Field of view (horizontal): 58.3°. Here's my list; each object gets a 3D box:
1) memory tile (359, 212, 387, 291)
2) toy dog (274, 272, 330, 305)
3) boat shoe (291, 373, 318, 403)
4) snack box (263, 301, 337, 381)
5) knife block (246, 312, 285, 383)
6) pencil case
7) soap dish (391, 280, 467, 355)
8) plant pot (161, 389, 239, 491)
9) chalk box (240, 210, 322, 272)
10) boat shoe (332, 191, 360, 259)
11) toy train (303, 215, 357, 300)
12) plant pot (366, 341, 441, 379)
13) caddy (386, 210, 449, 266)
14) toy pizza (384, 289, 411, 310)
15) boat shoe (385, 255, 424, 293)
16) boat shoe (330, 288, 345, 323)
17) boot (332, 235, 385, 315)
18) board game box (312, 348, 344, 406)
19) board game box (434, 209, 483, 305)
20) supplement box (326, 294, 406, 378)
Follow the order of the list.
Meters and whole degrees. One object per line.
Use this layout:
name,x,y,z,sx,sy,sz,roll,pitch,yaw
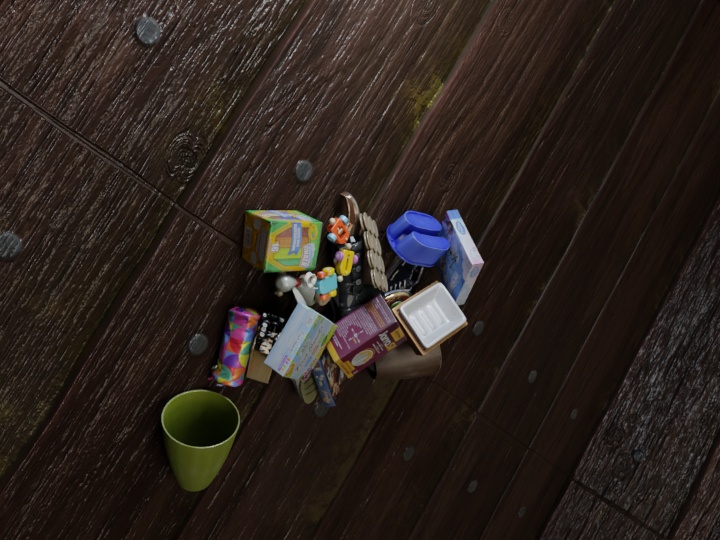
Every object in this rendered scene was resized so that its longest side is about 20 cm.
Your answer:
memory tile,0.036,-0.047,1.734,0.153,0.016,0.205,24,56,-75
toy dog,-0.165,0.063,1.653,0.198,0.131,0.098,22,97,-43
boat shoe,-0.166,0.271,1.775,0.074,0.067,0.204,-34,126,-42
snack box,-0.144,0.182,1.601,0.171,0.067,0.200,-60,162,-5
knife block,-0.241,0.202,1.611,0.063,0.176,0.204,17,98,-4
pencil case,-0.312,0.190,1.606,0.087,0.088,0.204,13,97,-43
soap dish,0.196,0.141,1.875,0.198,0.159,0.081,-28,167,-33
plant pot,-0.399,0.434,1.580,0.184,0.187,0.204,-11,129,-37
chalk box,-0.177,-0.075,1.591,0.197,0.123,0.127,-5,110,-40
boat shoe,-0.045,-0.107,1.730,0.071,0.075,0.205,-16,115,-33
toy train,-0.081,-0.030,1.604,0.151,0.055,0.202,49,63,-43
plant pot,0.114,0.252,1.956,0.196,0.187,0.191,-15,117,-22
caddy,0.163,-0.086,1.874,0.197,0.144,0.105,8,139,-42
toy pizza,0.074,0.135,1.898,0.197,0.032,0.202,-26,147,-17
boat shoe,0.108,0.044,1.908,0.074,0.092,0.203,34,83,-43
boat shoe,-0.048,0.138,1.823,0.068,0.071,0.204,-25,122,-30
boot,-0.001,0.000,1.748,0.163,0.065,0.205,-26,119,-40
board game box,-0.096,0.259,1.803,0.137,0.034,0.203,-72,152,-53
board game box,0.280,-0.036,1.908,0.042,0.202,0.202,-9,145,-18
supplement box,0.010,0.180,1.747,0.198,0.104,0.131,-33,145,0
